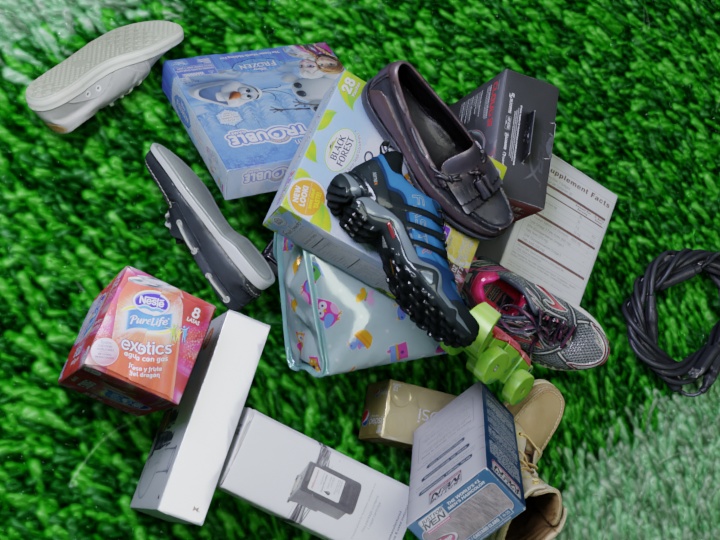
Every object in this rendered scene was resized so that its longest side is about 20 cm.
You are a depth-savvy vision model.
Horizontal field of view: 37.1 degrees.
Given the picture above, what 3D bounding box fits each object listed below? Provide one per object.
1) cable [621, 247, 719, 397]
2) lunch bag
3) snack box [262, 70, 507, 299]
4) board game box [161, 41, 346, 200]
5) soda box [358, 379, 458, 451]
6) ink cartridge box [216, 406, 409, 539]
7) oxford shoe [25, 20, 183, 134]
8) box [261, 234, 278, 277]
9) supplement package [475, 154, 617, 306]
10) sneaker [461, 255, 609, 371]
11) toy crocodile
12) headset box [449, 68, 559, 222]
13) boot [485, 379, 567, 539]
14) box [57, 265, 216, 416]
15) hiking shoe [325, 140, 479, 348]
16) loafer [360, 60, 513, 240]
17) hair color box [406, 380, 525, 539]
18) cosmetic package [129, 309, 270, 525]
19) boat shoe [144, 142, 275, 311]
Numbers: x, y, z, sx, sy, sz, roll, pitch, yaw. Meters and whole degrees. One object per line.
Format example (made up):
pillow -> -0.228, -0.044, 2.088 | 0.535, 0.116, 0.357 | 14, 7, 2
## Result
cable -> 0.425, 0.054, 1.414 | 0.163, 0.051, 0.201 | 36, 71, -9
lunch bag -> 0.000, 0.000, 1.140 | 0.169, 0.122, 0.201 | -9, 92, -21
snack box -> 0.027, -0.075, 1.073 | 0.199, 0.068, 0.169 | 28, 66, -12
board game box -> -0.089, -0.169, 1.166 | 0.199, 0.044, 0.199 | -13, 49, -25
soda box -> 0.103, 0.180, 1.233 | 0.199, 0.064, 0.068 | 17, 74, -21
ink cartridge box -> -0.062, 0.219, 1.107 | 0.199, 0.145, 0.084 | 29, 75, -16
oxford shoe -> -0.269, -0.210, 1.150 | 0.200, 0.075, 0.058 | -42, 137, -32
box -> 0.005, -0.017, 1.236 | 0.200, 0.049, 0.162 | 37, 70, -13
supplement package -> 0.203, -0.020, 1.286 | 0.117, 0.117, 0.201 | 29, 69, -14
sneaker -> 0.186, 0.056, 1.164 | 0.199, 0.075, 0.081 | 27, 93, -15
toy crocodile -> 0.139, 0.086, 1.109 | 0.062, 0.067, 0.200 | -50, 146, 0
headset box -> 0.149, -0.130, 1.237 | 0.075, 0.200, 0.150 | 15, 75, -21
boot -> 0.177, 0.211, 1.139 | 0.073, 0.155, 0.200 | 45, 78, -16
box -> -0.219, 0.074, 1.035 | 0.095, 0.200, 0.100 | 25, 71, -16
hiking shoe -> 0.058, -0.023, 0.993 | 0.087, 0.074, 0.200 | -37, 93, -23
loafer -> 0.080, -0.115, 1.034 | 0.200, 0.063, 0.072 | 49, 60, -2
hair color box -> 0.104, 0.197, 1.077 | 0.100, 0.200, 0.061 | -41, 100, 16
cosmetic package -> -0.162, 0.149, 1.074 | 0.051, 0.151, 0.201 | 24, 71, -18
boat shoe -> -0.175, -0.046, 1.151 | 0.060, 0.076, 0.200 | -40, 81, 13
